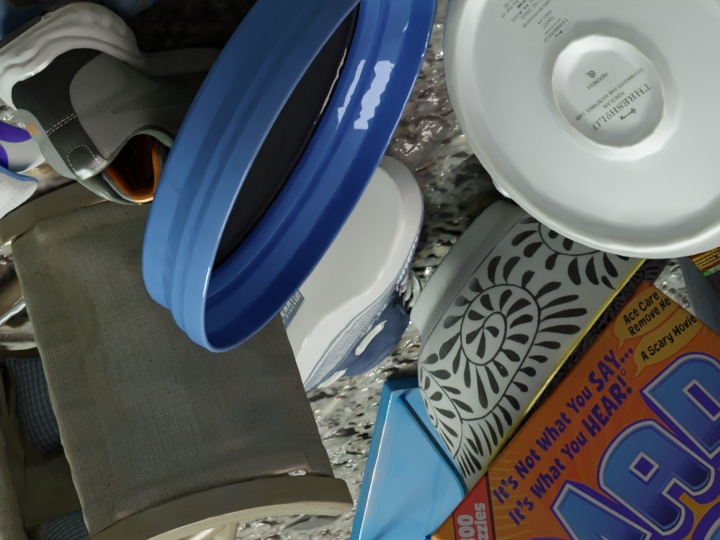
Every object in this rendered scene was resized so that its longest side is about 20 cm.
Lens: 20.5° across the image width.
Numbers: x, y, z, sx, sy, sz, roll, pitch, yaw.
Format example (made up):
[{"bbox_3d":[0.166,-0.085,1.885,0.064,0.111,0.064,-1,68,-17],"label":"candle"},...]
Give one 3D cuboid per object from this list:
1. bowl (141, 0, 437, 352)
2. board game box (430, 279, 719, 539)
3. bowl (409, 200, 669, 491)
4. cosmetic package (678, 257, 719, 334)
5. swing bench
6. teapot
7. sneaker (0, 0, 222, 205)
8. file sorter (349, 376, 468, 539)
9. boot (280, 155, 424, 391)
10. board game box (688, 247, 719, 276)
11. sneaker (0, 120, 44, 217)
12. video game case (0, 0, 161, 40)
[{"bbox_3d":[-0.032,-0.059,0.894,0.201,0.039,0.201,-56,167,-20],"label":"bowl"},{"bbox_3d":[0.156,0.173,1.104,0.200,0.200,0.200,-47,169,-27],"label":"board game box"},{"bbox_3d":[0.090,0.023,1.128,0.201,0.094,0.201,-50,168,-14],"label":"bowl"},{"bbox_3d":[0.322,0.042,1.210,0.199,0.165,0.165,-20,120,-2],"label":"cosmetic package"},{"bbox_3d":[-0.125,0.081,1.016,0.129,0.199,0.200,1,144,-33],"label":"swing bench"},{"bbox_3d":[0.142,-0.110,0.925,0.146,0.200,0.198,-44,136,-47],"label":"teapot"},{"bbox_3d":[-0.096,-0.062,0.902,0.074,0.079,0.200,-31,166,19],"label":"sneaker"},{"bbox_3d":[0.116,0.154,1.323,0.199,0.123,0.139,-5,124,-26],"label":"file sorter"},{"bbox_3d":[0.000,0.000,1.109,0.090,0.073,0.200,-15,155,-40],"label":"boot"},{"bbox_3d":[0.247,-0.065,1.016,0.200,0.024,0.105,-28,148,16],"label":"board game box"},{"bbox_3d":[-0.196,-0.073,0.852,0.146,0.081,0.200,-8,146,-36],"label":"sneaker"},{"bbox_3d":[-0.114,-0.168,0.790,0.182,0.022,0.200,-27,150,11],"label":"video game case"}]
